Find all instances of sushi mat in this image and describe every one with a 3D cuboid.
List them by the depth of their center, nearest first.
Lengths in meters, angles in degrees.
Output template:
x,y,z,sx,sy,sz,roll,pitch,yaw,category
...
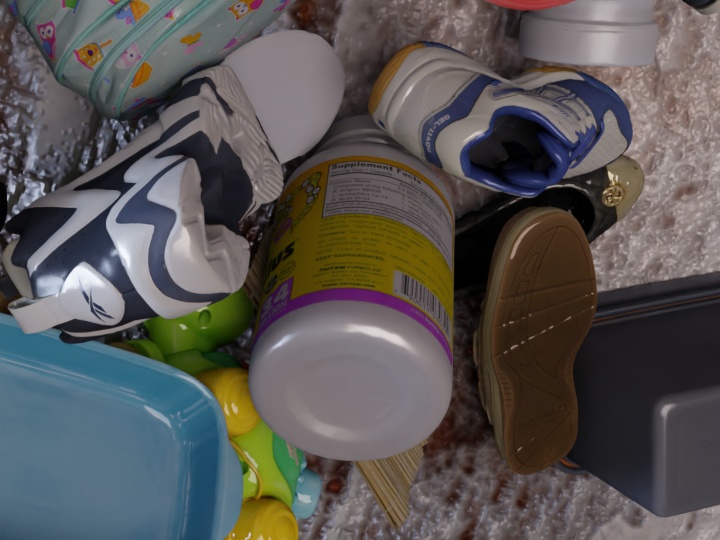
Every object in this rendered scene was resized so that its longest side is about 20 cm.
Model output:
x,y,z,sx,sy,sz,roll,pitch,yaw,category
-0.011,0.057,0.842,0.012,0.096,0.200,-20,116,22,sushi mat

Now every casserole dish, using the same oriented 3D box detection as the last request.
x,y,z,sx,sy,sz,roll,pitch,yaw,category
-0.152,0.092,0.671,0.200,0.039,0.121,20,57,-30,casserole dish

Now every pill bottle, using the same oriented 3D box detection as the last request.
x,y,z,sx,sy,sz,roll,pitch,yaw,category
0.000,0.000,0.759,0.104,0.200,0.104,2,130,3,pill bottle
0.139,-0.222,0.791,0.112,0.112,0.200,-3,106,-18,pill bottle

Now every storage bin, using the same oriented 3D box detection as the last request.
x,y,z,sx,sy,sz,roll,pitch,yaw,category
0.229,0.095,0.908,0.200,0.134,0.146,-9,109,-15,storage bin

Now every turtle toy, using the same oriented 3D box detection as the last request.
x,y,z,sx,sy,sz,roll,pitch,yaw,category
-0.090,0.085,0.803,0.101,0.146,0.200,-20,99,-50,turtle toy

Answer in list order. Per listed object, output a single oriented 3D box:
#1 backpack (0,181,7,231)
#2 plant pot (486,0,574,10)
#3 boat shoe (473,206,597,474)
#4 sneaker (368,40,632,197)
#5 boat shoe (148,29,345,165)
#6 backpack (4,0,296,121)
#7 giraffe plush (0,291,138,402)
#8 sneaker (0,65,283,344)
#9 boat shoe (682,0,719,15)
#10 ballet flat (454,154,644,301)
x,y,z,sx,sy,sz,roll,pitch,yaw,category
-0.250,-0.070,0.656,0.150,0.178,0.200,-23,100,-14,backpack
0.071,-0.255,0.653,0.200,0.177,0.200,-26,148,-18,plant pot
0.098,0.038,0.855,0.071,0.065,0.200,-14,129,-17,boat shoe
0.097,-0.071,0.789,0.200,0.088,0.075,1,126,-41,sneaker
-0.091,-0.063,0.788,0.072,0.068,0.200,49,65,-17,boat shoe
-0.089,-0.173,0.701,0.200,0.167,0.127,-38,82,10,backpack
-0.211,0.092,0.749,0.173,0.200,0.162,30,70,-31,giraffe plush
-0.115,-0.028,0.678,0.130,0.199,0.080,-20,121,14,sneaker
0.223,-0.257,0.831,0.062,0.075,0.200,14,100,-24,boat shoe
0.096,-0.016,0.869,0.200,0.057,0.066,-26,114,-10,ballet flat
